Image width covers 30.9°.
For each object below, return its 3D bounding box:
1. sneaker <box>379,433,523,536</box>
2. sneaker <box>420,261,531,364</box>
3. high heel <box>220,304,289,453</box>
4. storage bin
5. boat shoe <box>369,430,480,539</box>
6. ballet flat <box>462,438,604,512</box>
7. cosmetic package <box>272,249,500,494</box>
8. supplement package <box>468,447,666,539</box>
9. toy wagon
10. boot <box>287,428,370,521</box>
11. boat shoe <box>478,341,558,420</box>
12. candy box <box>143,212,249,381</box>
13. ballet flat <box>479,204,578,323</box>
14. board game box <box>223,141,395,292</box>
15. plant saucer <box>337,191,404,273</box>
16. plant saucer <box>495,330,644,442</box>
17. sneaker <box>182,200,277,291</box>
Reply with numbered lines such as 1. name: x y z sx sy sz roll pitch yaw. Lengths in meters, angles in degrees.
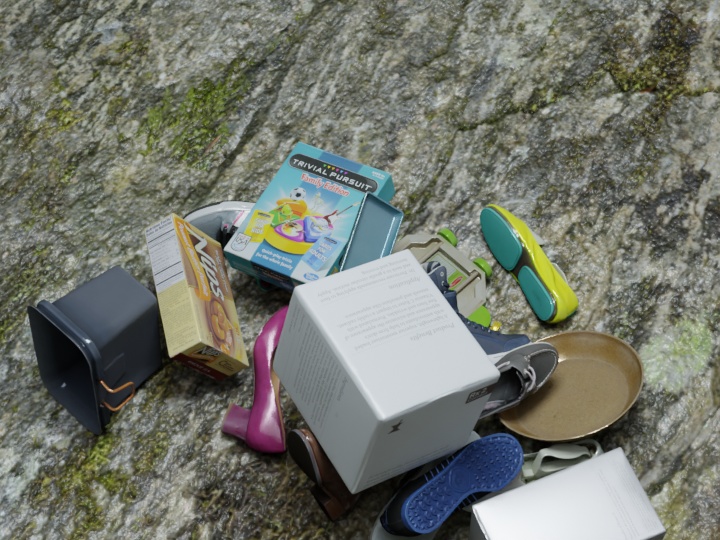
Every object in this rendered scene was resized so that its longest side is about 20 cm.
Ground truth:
1. sneaker: 0.108 0.259 1.583 0.200 0.078 0.070 -25 90 -33
2. sneaker: 0.132 0.057 1.694 0.202 0.077 0.146 -5 87 -27
3. high heel: -0.103 0.144 1.729 0.096 0.067 0.200 16 75 23
4. storage bin: -0.329 0.100 1.701 0.146 0.200 0.134 37 58 23
5. boat shoe: 0.079 0.282 1.639 0.071 0.064 0.200 44 73 -9
6. ballet flat: 0.215 0.251 1.650 0.200 0.069 0.070 -13 59 -5
7. cosmetic package: 0.024 0.116 1.519 0.165 0.165 0.200 -18 58 -28
8. supplement package: 0.245 0.320 1.576 0.200 0.121 0.120 -20 60 -10
9. toy wagon: 0.111 0.035 1.804 0.155 0.040 0.200 -40 66 -19
10. boot: 0.015 0.202 1.626 0.200 0.186 0.064 -35 52 -14
11. boat shoe: 0.173 0.152 1.643 0.200 0.067 0.057 -23 22 -15
12. candy box: -0.217 0.035 1.725 0.055 0.115 0.200 -27 59 17
13. ballet flat: 0.239 -0.012 1.821 0.067 0.067 0.200 -13 59 -31
14. board game box: -0.068 -0.068 1.765 0.151 0.047 0.200 21 64 23
15. plant saucer: 0.000 0.000 1.709 0.019 0.070 0.200 -6 61 52
16. plant saucer: 0.270 0.157 1.690 0.200 0.035 0.200 -14 36 10
17. sneaker: -0.154 -0.029 1.833 0.200 0.084 0.121 -2 49 0
